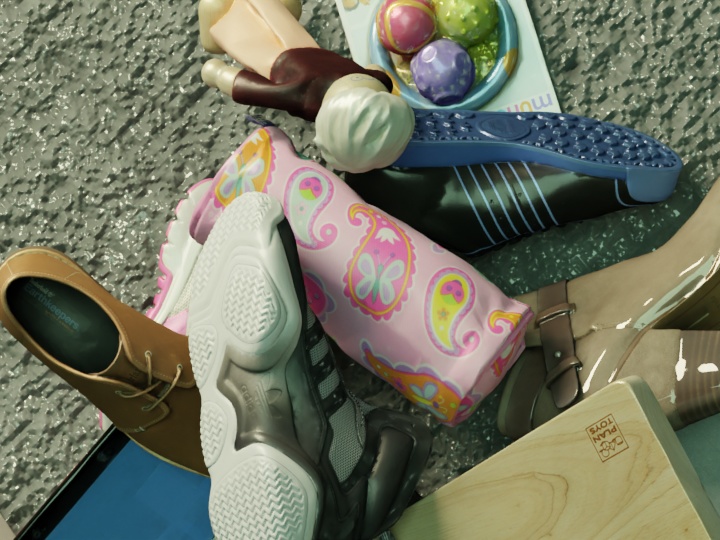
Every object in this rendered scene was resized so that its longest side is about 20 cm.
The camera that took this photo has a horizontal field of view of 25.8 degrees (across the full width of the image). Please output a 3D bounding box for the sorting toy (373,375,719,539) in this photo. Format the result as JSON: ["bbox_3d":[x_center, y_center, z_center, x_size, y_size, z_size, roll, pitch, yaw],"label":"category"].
[{"bbox_3d":[0.125,0.183,0.816,0.199,0.069,0.200,-36,74,35],"label":"sorting toy"}]

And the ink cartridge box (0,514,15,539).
[{"bbox_3d":[-0.265,0.199,0.965,0.116,0.067,0.201,-38,80,3],"label":"ink cartridge box"}]

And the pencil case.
[{"bbox_3d":[0.000,0.000,0.884,0.199,0.087,0.088,36,90,12],"label":"pencil case"}]

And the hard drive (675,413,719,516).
[{"bbox_3d":[0.244,0.148,0.876,0.139,0.033,0.200,-41,78,-17],"label":"hard drive"}]

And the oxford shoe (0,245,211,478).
[{"bbox_3d":[-0.114,0.061,0.846,0.199,0.071,0.072,32,89,-10],"label":"oxford shoe"}]

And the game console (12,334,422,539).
[{"bbox_3d":[-0.077,0.166,0.905,0.172,0.119,0.200,42,92,23],"label":"game console"}]

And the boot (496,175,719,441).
[{"bbox_3d":[0.155,0.018,0.907,0.145,0.071,0.201,-8,43,33],"label":"boot"}]

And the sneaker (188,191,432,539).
[{"bbox_3d":[-0.025,0.062,0.835,0.075,0.113,0.203,-18,73,47],"label":"sneaker"}]

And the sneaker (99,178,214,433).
[{"bbox_3d":[-0.091,0.051,0.945,0.087,0.081,0.202,19,87,14],"label":"sneaker"}]

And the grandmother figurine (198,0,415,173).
[{"bbox_3d":[-0.032,-0.113,0.903,0.120,0.200,0.061,-13,122,-24],"label":"grandmother figurine"}]

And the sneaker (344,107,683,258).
[{"bbox_3d":[0.089,-0.048,0.937,0.197,0.070,0.079,5,119,0],"label":"sneaker"}]

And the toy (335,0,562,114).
[{"bbox_3d":[0.043,-0.159,0.965,0.114,0.047,0.203,-18,79,8],"label":"toy"}]
